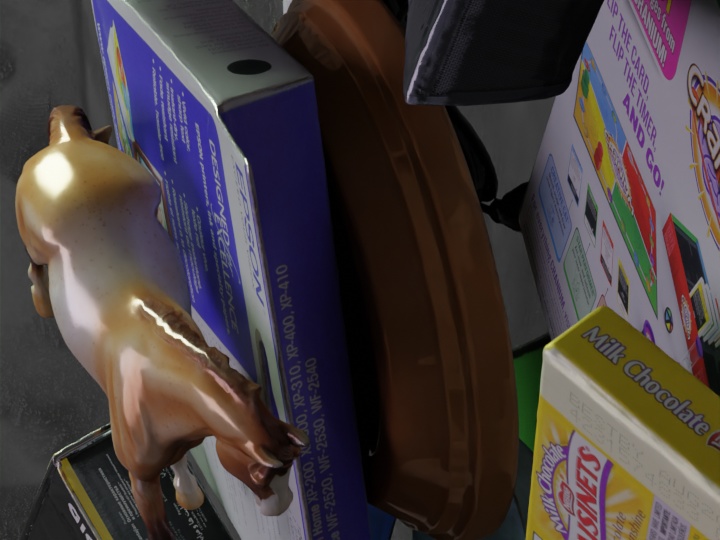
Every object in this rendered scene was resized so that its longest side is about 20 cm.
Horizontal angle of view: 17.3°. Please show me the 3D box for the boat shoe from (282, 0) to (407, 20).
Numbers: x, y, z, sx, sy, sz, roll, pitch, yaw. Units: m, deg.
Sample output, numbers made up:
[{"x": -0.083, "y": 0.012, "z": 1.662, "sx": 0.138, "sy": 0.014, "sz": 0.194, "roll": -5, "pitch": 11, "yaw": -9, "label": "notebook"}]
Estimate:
[{"x": 0.018, "y": -0.104, "z": 0.899, "sx": 0.200, "sy": 0.072, "sz": 0.066, "roll": 117, "pitch": 150, "yaw": -56, "label": "boat shoe"}]

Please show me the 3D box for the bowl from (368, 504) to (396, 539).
[{"x": -0.003, "y": 0.089, "z": 1.000, "sx": 0.201, "sy": 0.039, "sz": 0.201, "roll": -165, "pitch": 90, "yaw": -90, "label": "bowl"}]

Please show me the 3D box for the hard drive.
[{"x": 0.051, "y": -0.128, "z": 0.579, "sx": 0.200, "sy": 0.042, "sz": 0.135, "roll": -82, "pitch": 12, "yaw": -61, "label": "hard drive"}]

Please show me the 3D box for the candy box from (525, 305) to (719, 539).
[{"x": 0.085, "y": 0.104, "z": 0.622, "sx": 0.102, "sy": 0.026, "sz": 0.200, "roll": 43, "pitch": 153, "yaw": 28, "label": "candy box"}]

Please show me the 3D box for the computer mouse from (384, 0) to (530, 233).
[{"x": 0.039, "y": -0.076, "z": 0.764, "sx": 0.200, "sy": 0.046, "sz": 0.141, "roll": -19, "pitch": 97, "yaw": 63, "label": "computer mouse"}]

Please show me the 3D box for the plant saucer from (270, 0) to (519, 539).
[{"x": 0.000, "y": 0.000, "z": 0.815, "sx": 0.200, "sy": 0.037, "sz": 0.200, "roll": 165, "pitch": 90, "yaw": -75, "label": "plant saucer"}]

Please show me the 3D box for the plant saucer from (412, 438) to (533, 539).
[{"x": 0.060, "y": 0.140, "z": 0.855, "sx": 0.201, "sy": 0.039, "sz": 0.201, "roll": 173, "pitch": 90, "yaw": -78, "label": "plant saucer"}]

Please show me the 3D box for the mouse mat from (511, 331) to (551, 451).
[{"x": 0.074, "y": 0.127, "z": 0.894, "sx": 0.161, "sy": 0.008, "sz": 0.200, "roll": 142, "pitch": 120, "yaw": -77, "label": "mouse mat"}]

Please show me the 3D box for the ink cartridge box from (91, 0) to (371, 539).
[{"x": -0.036, "y": 0.012, "z": 0.801, "sx": 0.200, "sy": 0.043, "sz": 0.198, "roll": -128, "pitch": 26, "yaw": -59, "label": "ink cartridge box"}]

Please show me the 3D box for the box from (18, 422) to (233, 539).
[{"x": -0.061, "y": 0.165, "z": 0.917, "sx": 0.200, "sy": 0.049, "sz": 0.160, "roll": 59, "pitch": 162, "yaw": 9, "label": "box"}]

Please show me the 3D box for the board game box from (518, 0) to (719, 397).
[{"x": 0.093, "y": -0.007, "z": 0.629, "sx": 0.200, "sy": 0.040, "sz": 0.153, "roll": 103, "pitch": 158, "yaw": -59, "label": "board game box"}]

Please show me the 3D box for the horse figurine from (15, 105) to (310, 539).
[{"x": -0.075, "y": 0.016, "z": 0.769, "sx": 0.133, "sy": 0.050, "sz": 0.200, "roll": 96, "pitch": 154, "yaw": -56, "label": "horse figurine"}]
